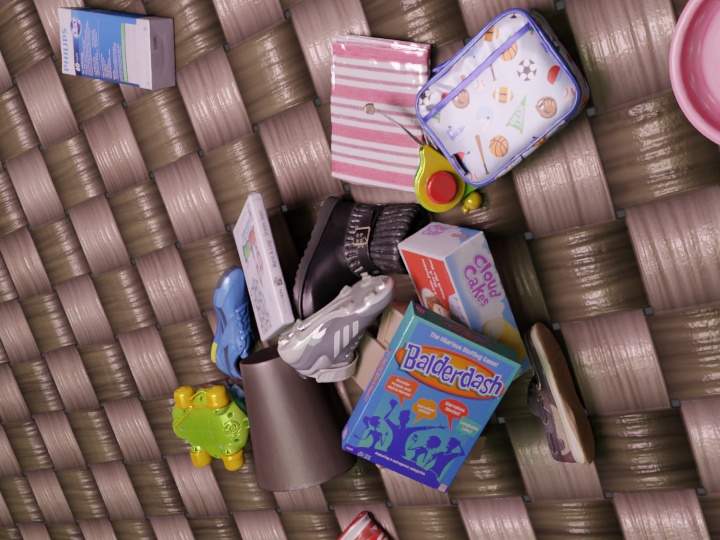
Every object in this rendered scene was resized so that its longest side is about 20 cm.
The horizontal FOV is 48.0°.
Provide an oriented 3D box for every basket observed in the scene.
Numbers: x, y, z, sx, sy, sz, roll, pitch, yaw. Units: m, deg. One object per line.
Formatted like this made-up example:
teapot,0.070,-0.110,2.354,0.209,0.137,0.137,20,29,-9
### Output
basket,-0.113,0.226,1.287,0.177,0.136,0.204,-13,97,26

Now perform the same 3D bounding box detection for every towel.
towel,0.027,-0.211,1.100,0.144,0.030,0.204,15,117,27

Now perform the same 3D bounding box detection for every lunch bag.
lunch bag,0.163,-0.209,0.983,0.199,0.075,0.162,-37,88,32

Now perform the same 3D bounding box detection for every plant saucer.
plant saucer,0.424,-0.224,0.832,0.197,0.051,0.205,12,114,29

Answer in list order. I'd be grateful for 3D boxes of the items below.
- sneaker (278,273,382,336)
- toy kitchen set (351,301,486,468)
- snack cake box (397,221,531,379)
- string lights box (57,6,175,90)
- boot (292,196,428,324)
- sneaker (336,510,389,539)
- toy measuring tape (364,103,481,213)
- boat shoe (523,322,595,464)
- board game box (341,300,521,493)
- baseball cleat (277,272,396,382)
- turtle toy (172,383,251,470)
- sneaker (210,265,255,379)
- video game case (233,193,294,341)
sneaker,-0.053,0.043,1.226,0.197,0.070,0.096,-16,85,35
toy kitchen set,0.079,0.140,1.137,0.163,0.177,0.204,37,118,55
snack cake box,0.134,0.045,1.048,0.115,0.066,0.203,22,139,62
string lights box,-0.387,-0.355,1.281,0.196,0.059,0.105,16,115,26
boot,-0.001,-0.001,1.116,0.155,0.079,0.216,12,81,29
sneaker,-0.011,0.507,1.359,0.115,0.078,0.201,42,125,13
toy measuring tape,0.072,-0.133,1.051,0.198,0.074,0.074,34,125,-9
boat shoe,0.251,0.169,1.075,0.064,0.072,0.203,-18,103,30
board game box,0.084,0.159,0.998,0.150,0.045,0.203,23,108,-9
baseball cleat,-0.015,0.081,1.077,0.198,0.070,0.107,-29,116,28
turtle toy,-0.258,0.256,1.402,0.196,0.101,0.149,-4,106,33
sneaker,-0.197,0.088,1.320,0.078,0.065,0.204,29,126,29
video game case,-0.146,0.002,1.194,0.200,0.023,0.186,143,113,-71
